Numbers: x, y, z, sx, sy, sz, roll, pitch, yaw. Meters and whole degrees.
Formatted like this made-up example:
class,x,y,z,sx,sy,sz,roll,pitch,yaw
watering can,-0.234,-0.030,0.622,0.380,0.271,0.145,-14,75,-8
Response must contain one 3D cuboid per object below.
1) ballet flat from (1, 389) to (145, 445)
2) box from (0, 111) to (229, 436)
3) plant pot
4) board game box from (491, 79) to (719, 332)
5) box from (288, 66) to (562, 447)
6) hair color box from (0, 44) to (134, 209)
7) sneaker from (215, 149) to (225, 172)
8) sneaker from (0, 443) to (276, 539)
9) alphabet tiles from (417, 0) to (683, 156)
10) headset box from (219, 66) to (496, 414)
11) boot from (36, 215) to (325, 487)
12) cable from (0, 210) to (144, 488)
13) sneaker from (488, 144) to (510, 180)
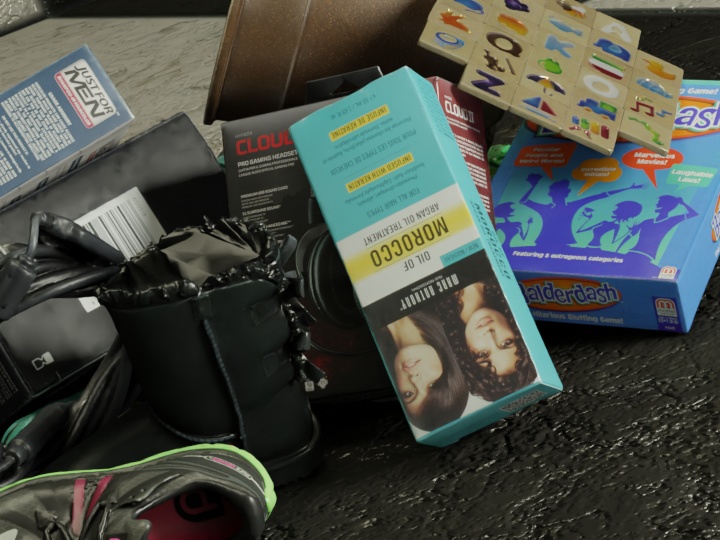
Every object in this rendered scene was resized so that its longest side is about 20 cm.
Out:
class,x,y,z,sx,sy,sz,roll,pitch,yaw
ballet flat,-0.132,0.090,1.454,0.070,0.067,0.200,28,43,35
box,-0.194,0.013,1.526,0.196,0.118,0.200,-31,-2,-29
plant pot,0.011,-0.174,1.592,0.198,0.201,0.200,14,16,-4
board game box,0.160,-0.047,1.456,0.152,0.045,0.200,3,41,26
box,0.035,-0.007,1.308,0.082,0.200,0.049,-27,-15,14
hair color box,-0.247,-0.059,1.459,0.200,0.061,0.100,-32,-1,-17
sneaker,-0.041,-0.054,1.579,0.077,0.200,0.091,27,80,25
sneaker,-0.141,0.144,1.233,0.200,0.077,0.084,-21,12,-7
alphabet tiles,0.122,-0.133,1.445,0.166,0.006,0.200,24,29,0
headset box,0.002,-0.021,1.394,0.148,0.201,0.077,-10,-9,23
boot,-0.113,0.066,1.291,0.198,0.163,0.073,-19,39,-10
cable,-0.176,0.059,1.313,0.051,0.200,0.163,27,84,27
sneaker,0.103,-0.054,1.609,0.084,0.074,0.200,-44,16,3
